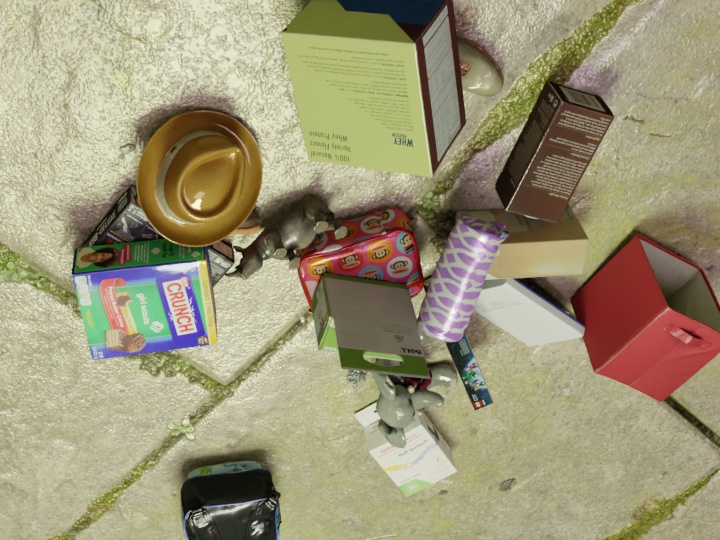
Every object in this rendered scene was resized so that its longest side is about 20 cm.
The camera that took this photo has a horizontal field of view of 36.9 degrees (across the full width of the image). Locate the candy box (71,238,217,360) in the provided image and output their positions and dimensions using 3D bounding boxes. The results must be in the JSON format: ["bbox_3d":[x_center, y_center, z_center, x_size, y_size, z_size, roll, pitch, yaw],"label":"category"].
[{"bbox_3d":[-0.321,0.041,1.635,0.197,0.077,0.171,-8,128,-7],"label":"candy box"}]

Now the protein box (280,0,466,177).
[{"bbox_3d":[0.023,-0.257,1.459,0.196,0.135,0.202,10,133,25],"label":"protein box"}]

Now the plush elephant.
[{"bbox_3d":[0.078,0.204,1.859,0.197,0.156,0.166,-16,129,-1],"label":"plush elephant"}]

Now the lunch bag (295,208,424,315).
[{"bbox_3d":[0.000,0.000,1.742,0.197,0.083,0.178,-15,132,1],"label":"lunch bag"}]

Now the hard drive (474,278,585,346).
[{"bbox_3d":[0.269,0.069,1.840,0.199,0.026,0.131,32,152,-30],"label":"hard drive"}]

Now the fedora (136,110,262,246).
[{"bbox_3d":[-0.220,-0.130,1.540,0.198,0.082,0.204,-4,100,-25],"label":"fedora"}]

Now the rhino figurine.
[{"bbox_3d":[-0.123,-0.042,1.659,0.198,0.088,0.060,-31,130,-1],"label":"rhino figurine"}]

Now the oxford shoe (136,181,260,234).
[{"bbox_3d":[-0.231,-0.105,1.615,0.198,0.071,0.074,14,104,-34],"label":"oxford shoe"}]

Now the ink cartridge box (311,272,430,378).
[{"bbox_3d":[0.012,0.106,1.646,0.146,0.202,0.076,8,130,-18],"label":"ink cartridge box"}]

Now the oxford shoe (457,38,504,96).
[{"bbox_3d":[0.131,-0.296,1.545,0.198,0.074,0.071,25,118,-27],"label":"oxford shoe"}]

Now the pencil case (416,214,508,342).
[{"bbox_3d":[0.154,0.011,1.649,0.085,0.084,0.202,-4,122,-54],"label":"pencil case"}]

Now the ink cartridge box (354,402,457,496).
[{"bbox_3d":[0.084,0.322,2.006,0.116,0.068,0.201,-29,127,10],"label":"ink cartridge box"}]

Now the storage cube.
[{"bbox_3d":[0.493,0.082,1.839,0.169,0.202,0.180,23,126,-27],"label":"storage cube"}]

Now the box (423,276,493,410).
[{"bbox_3d":[0.164,0.121,1.828,0.037,0.137,0.201,-23,128,4],"label":"box"}]

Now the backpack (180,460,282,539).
[{"bbox_3d":[-0.235,0.457,1.987,0.180,0.148,0.202,-7,124,-8],"label":"backpack"}]

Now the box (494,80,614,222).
[{"bbox_3d":[0.298,-0.181,1.672,0.099,0.075,0.202,12,122,-21],"label":"box"}]

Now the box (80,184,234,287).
[{"bbox_3d":[-0.318,-0.017,1.673,0.199,0.050,0.158,31,115,-30],"label":"box"}]

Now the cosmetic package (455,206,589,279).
[{"bbox_3d":[0.257,-0.045,1.745,0.197,0.106,0.072,-4,126,-11],"label":"cosmetic package"}]
